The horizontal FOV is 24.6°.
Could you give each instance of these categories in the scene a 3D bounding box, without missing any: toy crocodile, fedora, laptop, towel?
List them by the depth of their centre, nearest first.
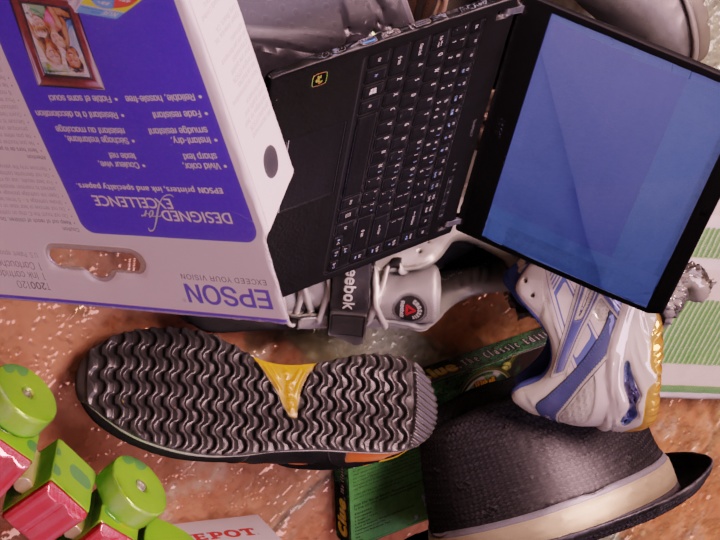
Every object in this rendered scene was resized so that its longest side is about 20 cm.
[{"bbox_3d":[0.057,-0.030,0.772,0.200,0.103,0.177,-21,150,-23],"label":"laptop"},{"bbox_3d":[-0.164,0.111,0.848,0.067,0.062,0.200,-40,113,18],"label":"toy crocodile"},{"bbox_3d":[0.106,0.109,0.986,0.200,0.201,0.092,-17,91,-25],"label":"fedora"},{"bbox_3d":[0.257,-0.004,1.119,0.152,0.023,0.200,5,110,-36],"label":"towel"}]

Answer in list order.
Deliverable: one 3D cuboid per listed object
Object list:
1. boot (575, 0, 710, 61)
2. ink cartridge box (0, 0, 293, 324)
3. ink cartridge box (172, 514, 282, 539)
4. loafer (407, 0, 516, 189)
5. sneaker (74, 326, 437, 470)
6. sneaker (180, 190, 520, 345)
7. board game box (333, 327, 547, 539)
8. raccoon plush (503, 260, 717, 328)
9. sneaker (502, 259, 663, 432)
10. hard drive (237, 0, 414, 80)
[{"bbox_3d":[0.071,-0.136,0.876,0.200,0.073,0.182,-39,103,-18],"label":"boot"},{"bbox_3d":[-0.131,-0.073,0.713,0.043,0.198,0.200,-53,138,-44],"label":"ink cartridge box"},{"bbox_3d":[-0.078,0.222,0.901,0.146,0.200,0.086,-2,114,-33],"label":"ink cartridge box"},{"bbox_3d":[0.052,-0.111,0.799,0.072,0.063,0.200,-17,134,-13],"label":"loafer"},{"bbox_3d":[-0.063,0.083,0.922,0.200,0.070,0.090,6,157,-16],"label":"sneaker"},{"bbox_3d":[0.000,0.000,0.908,0.200,0.089,0.074,-15,123,-25],"label":"sneaker"},{"bbox_3d":[0.073,0.099,1.051,0.200,0.023,0.105,-16,123,-26],"label":"board game box"},{"bbox_3d":[0.161,-0.044,0.993,0.134,0.097,0.200,-6,118,-40],"label":"raccoon plush"},{"bbox_3d":[0.121,-0.010,0.889,0.088,0.075,0.200,3,99,8],"label":"sneaker"},{"bbox_3d":[-0.066,-0.149,0.733,0.135,0.042,0.200,-33,113,-12],"label":"hard drive"}]
